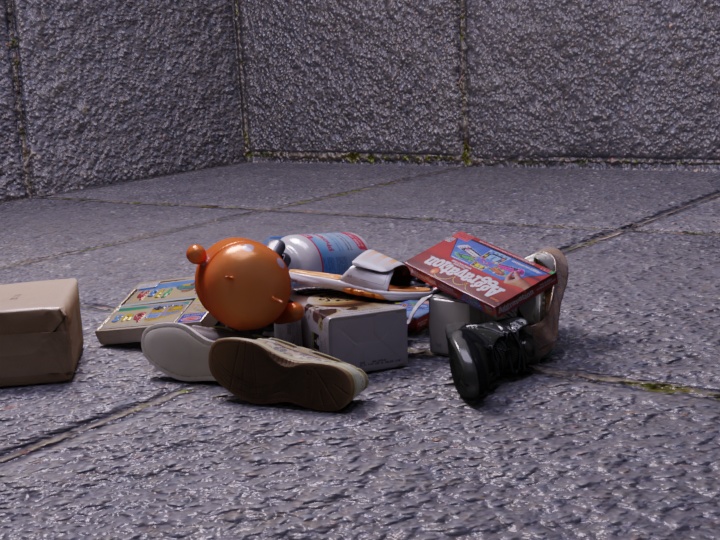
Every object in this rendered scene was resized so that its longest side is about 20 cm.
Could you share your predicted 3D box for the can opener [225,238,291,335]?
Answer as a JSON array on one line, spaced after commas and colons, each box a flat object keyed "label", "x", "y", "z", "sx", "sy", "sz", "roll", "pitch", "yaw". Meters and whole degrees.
[{"label": "can opener", "x": -0.136, "y": 0.035, "z": 1.639, "sx": 0.066, "sy": 0.054, "sz": 0.201, "roll": 1, "pitch": 42, "yaw": 25}]

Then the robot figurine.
[{"label": "robot figurine", "x": -0.151, "y": 0.017, "z": 1.497, "sx": 0.116, "sy": 0.145, "sz": 0.200, "roll": -22, "pitch": 9, "yaw": -11}]

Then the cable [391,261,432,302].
[{"label": "cable", "x": 0.074, "y": 0.027, "z": 1.700, "sx": 0.162, "sy": 0.051, "sz": 0.200, "roll": 8, "pitch": 12, "yaw": 25}]

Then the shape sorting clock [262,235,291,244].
[{"label": "shape sorting clock", "x": -0.125, "y": -0.018, "z": 2.013, "sx": 0.198, "sy": 0.040, "sz": 0.200, "roll": -10, "pitch": -17, "yaw": -3}]

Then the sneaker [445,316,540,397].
[{"label": "sneaker", "x": 0.160, "y": 0.098, "z": 1.382, "sx": 0.113, "sy": 0.077, "sz": 0.199, "roll": -9, "pitch": 5, "yaw": 5}]

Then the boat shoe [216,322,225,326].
[{"label": "boat shoe", "x": -0.225, "y": 0.056, "z": 1.727, "sx": 0.061, "sy": 0.073, "sz": 0.200, "roll": -7, "pitch": 16, "yaw": -33}]

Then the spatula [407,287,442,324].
[{"label": "spatula", "x": 0.089, "y": 0.044, "z": 1.598, "sx": 0.200, "sy": 0.021, "sz": 0.057, "roll": -36, "pitch": 23, "yaw": 10}]

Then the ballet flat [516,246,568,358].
[{"label": "ballet flat", "x": 0.234, "y": 0.024, "z": 1.520, "sx": 0.068, "sy": 0.067, "sz": 0.201, "roll": -21, "pitch": 37, "yaw": 26}]

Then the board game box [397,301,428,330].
[{"label": "board game box", "x": 0.017, "y": 0.063, "z": 1.717, "sx": 0.199, "sy": 0.020, "sz": 0.103, "roll": 3, "pitch": 14, "yaw": 29}]

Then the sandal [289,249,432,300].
[{"label": "sandal", "x": -0.003, "y": 0.000, "z": 1.545, "sx": 0.205, "sy": 0.060, "sz": 0.079, "roll": 9, "pitch": 6, "yaw": 19}]

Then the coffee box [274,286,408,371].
[{"label": "coffee box", "x": -0.031, "y": 0.075, "z": 1.543, "sx": 0.112, "sy": 0.080, "sz": 0.200, "roll": -6, "pitch": 12, "yaw": -25}]

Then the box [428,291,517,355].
[{"label": "box", "x": 0.178, "y": 0.057, "z": 1.581, "sx": 0.068, "sy": 0.083, "sz": 0.199, "roll": 8, "pitch": 17, "yaw": 39}]

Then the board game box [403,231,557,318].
[{"label": "board game box", "x": 0.153, "y": 0.002, "z": 1.511, "sx": 0.103, "sy": 0.020, "sz": 0.200, "roll": -29, "pitch": 31, "yaw": -23}]

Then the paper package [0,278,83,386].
[{"label": "paper package", "x": -0.480, "y": 0.085, "z": 1.575, "sx": 0.189, "sy": 0.104, "sz": 0.200, "roll": -5, "pitch": 12, "yaw": -7}]

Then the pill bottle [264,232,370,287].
[{"label": "pill bottle", "x": -0.077, "y": -0.004, "z": 1.829, "sx": 0.108, "sy": 0.110, "sz": 0.199, "roll": 6, "pitch": 6, "yaw": 39}]

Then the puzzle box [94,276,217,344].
[{"label": "puzzle box", "x": -0.277, "y": 0.054, "z": 1.684, "sx": 0.199, "sy": 0.026, "sz": 0.133, "roll": -7, "pitch": 30, "yaw": 29}]

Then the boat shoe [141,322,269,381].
[{"label": "boat shoe", "x": -0.188, "y": 0.105, "z": 1.477, "sx": 0.199, "sy": 0.072, "sz": 0.059, "roll": 6, "pitch": 8, "yaw": 26}]

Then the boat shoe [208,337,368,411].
[{"label": "boat shoe", "x": -0.088, "y": 0.122, "z": 1.370, "sx": 0.199, "sy": 0.074, "sz": 0.063, "roll": 14, "pitch": 12, "yaw": 24}]

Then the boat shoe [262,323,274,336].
[{"label": "boat shoe", "x": -0.163, "y": 0.054, "z": 1.752, "sx": 0.067, "sy": 0.057, "sz": 0.199, "roll": -11, "pitch": 13, "yaw": -33}]
